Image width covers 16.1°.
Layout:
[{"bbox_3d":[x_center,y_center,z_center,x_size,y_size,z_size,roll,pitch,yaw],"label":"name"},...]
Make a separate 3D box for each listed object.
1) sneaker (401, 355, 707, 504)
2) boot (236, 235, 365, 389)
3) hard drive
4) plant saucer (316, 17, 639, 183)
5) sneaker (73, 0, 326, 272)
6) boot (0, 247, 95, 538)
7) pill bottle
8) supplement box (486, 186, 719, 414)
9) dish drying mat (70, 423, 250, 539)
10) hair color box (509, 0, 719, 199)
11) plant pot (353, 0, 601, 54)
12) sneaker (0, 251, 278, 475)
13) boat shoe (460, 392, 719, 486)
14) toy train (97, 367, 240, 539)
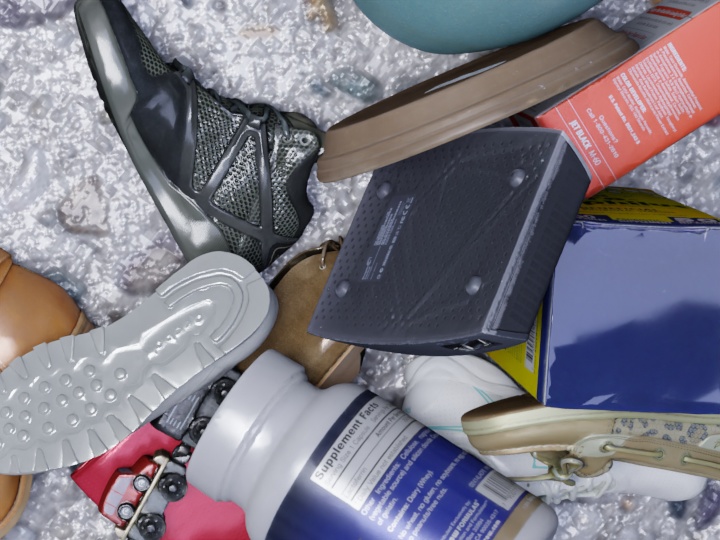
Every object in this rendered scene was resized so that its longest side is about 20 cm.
[{"bbox_3d":[0.116,0.118,1.575,0.200,0.070,0.080,16,55,-5],"label":"sneaker"},{"bbox_3d":[0.000,0.000,1.557,0.075,0.074,0.200,39,94,-3],"label":"boot"},{"bbox_3d":[0.051,-0.012,1.438,0.042,0.200,0.135,29,75,-25],"label":"hard drive"},{"bbox_3d":[0.063,-0.101,1.467,0.200,0.200,0.029,-23,97,-4],"label":"plant saucer"},{"bbox_3d":[-0.090,-0.094,1.527,0.114,0.076,0.200,-31,104,-4],"label":"sneaker"},{"bbox_3d":[-0.251,0.081,1.527,0.155,0.077,0.200,43,88,-13],"label":"boot"},{"bbox_3d":[0.005,0.137,1.490,0.200,0.116,0.116,32,93,10],"label":"pill bottle"},{"bbox_3d":[0.143,0.012,1.508,0.109,0.200,0.110,3,97,-9],"label":"supplement box"},{"bbox_3d":[-0.085,0.172,1.595,0.077,0.018,0.200,-45,102,0],"label":"dish drying mat"},{"bbox_3d":[0.193,-0.125,1.540,0.200,0.111,0.064,-34,101,-1],"label":"hair color box"},{"bbox_3d":[0.060,-0.205,1.487,0.200,0.200,0.135,28,130,-11],"label":"plant pot"},{"bbox_3d":[-0.136,0.065,1.499,0.200,0.081,0.076,-28,79,-2],"label":"sneaker"},{"bbox_3d":[0.156,0.102,1.515,0.200,0.073,0.063,-1,92,-18],"label":"boat shoe"},{"bbox_3d":[-0.135,0.140,1.556,0.046,0.034,0.200,28,94,-8],"label":"toy train"}]
